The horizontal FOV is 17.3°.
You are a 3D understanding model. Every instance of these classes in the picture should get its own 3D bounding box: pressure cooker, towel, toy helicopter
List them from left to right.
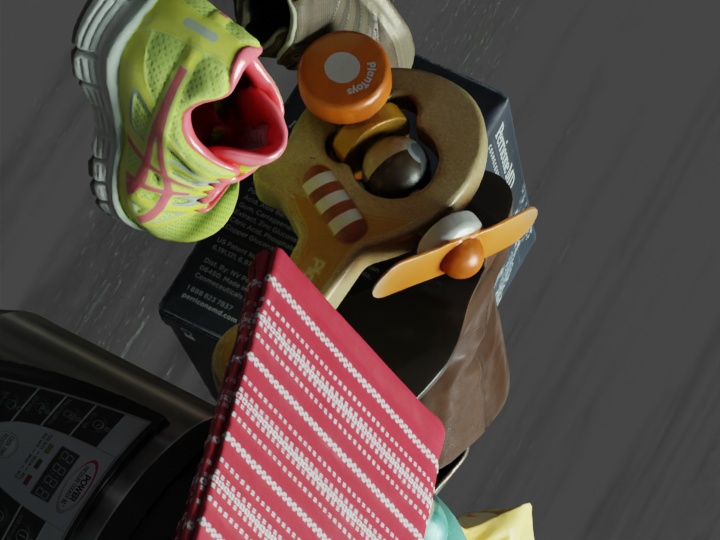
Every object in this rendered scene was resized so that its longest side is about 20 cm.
[{"bbox_3d":[-0.119,0.126,1.059,0.179,0.200,0.176,-29,142,-60],"label":"pressure cooker"},{"bbox_3d":[-0.022,0.103,1.015,0.145,0.022,0.200,48,39,-32],"label":"towel"},{"bbox_3d":[-0.001,-0.011,1.157,0.200,0.132,0.079,-58,165,-19],"label":"toy helicopter"}]

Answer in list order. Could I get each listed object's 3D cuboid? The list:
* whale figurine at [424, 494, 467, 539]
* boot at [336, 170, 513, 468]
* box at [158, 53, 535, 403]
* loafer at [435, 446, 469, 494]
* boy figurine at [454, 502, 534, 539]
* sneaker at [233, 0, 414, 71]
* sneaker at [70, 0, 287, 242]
[{"bbox_3d":[0.002,0.178,1.131,0.159,0.104,0.200,-53,-167,17],"label":"whale figurine"},{"bbox_3d":[0.028,0.066,1.257,0.186,0.064,0.200,-51,161,-27],"label":"boot"},{"bbox_3d":[0.000,0.000,1.360,0.200,0.117,0.197,-60,161,-16],"label":"box"},{"bbox_3d":[-0.010,0.157,1.422,0.200,0.063,0.072,-51,130,-27],"label":"loafer"},{"bbox_3d":[0.010,0.141,1.317,0.124,0.200,0.065,148,-46,-71],"label":"boy figurine"},{"bbox_3d":[-0.031,-0.135,1.203,0.076,0.070,0.200,-44,155,-6],"label":"sneaker"},{"bbox_3d":[-0.075,-0.062,1.108,0.078,0.090,0.200,-59,163,-20],"label":"sneaker"}]
